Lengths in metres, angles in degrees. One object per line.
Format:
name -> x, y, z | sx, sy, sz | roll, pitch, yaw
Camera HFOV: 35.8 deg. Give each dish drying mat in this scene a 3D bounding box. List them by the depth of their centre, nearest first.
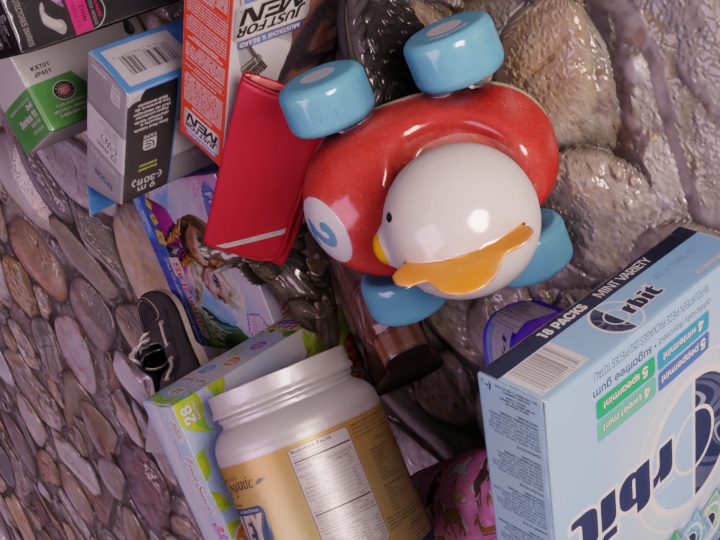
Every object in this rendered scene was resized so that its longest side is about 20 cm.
dish drying mat -> -0.075, -0.072, 0.882 | 0.077, 0.018, 0.200 | 18, 143, -5

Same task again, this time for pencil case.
pencil case -> 0.105, 0.194, 0.941 | 0.200, 0.083, 0.087 | -37, 73, 56

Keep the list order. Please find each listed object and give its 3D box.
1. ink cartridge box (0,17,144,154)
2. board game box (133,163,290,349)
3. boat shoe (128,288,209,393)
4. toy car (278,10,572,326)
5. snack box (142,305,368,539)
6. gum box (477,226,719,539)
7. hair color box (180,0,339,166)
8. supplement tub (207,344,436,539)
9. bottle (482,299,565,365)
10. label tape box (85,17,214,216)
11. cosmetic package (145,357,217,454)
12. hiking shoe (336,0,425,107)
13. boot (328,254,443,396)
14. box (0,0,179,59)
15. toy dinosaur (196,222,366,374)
ink cartridge box -> -0.304, -0.238, 1.097 | 0.083, 0.147, 0.200 | -20, 99, 56
board game box -> -0.149, -0.012, 1.164 | 0.199, 0.041, 0.200 | 0, 115, 54
boat shoe -> -0.215, 0.082, 1.197 | 0.200, 0.063, 0.073 | 49, 139, 49
toy car -> 0.043, -0.035, 0.697 | 0.177, 0.200, 0.184 | -18, 113, 11
snack box -> -0.079, 0.150, 1.051 | 0.068, 0.200, 0.169 | -2, 114, 54
gum box -> 0.144, 0.102, 0.607 | 0.045, 0.170, 0.200 | 23, 132, 43
hair color box -> -0.076, -0.187, 0.862 | 0.064, 0.111, 0.200 | 43, 145, 25
supplement tub -> -0.033, 0.176, 0.924 | 0.145, 0.145, 0.200 | -28, 83, 58
bottle -> 0.133, 0.068, 0.746 | 0.200, 0.065, 0.084 | -144, 38, -83
label tape box -> -0.171, -0.127, 1.006 | 0.066, 0.143, 0.200 | 44, 144, 23
cosmetic package -> -0.162, 0.154, 1.241 | 0.200, 0.081, 0.113 | -12, 74, 57
hiking shoe -> 0.009, -0.116, 0.835 | 0.101, 0.076, 0.200 | 8, 123, 47
boot -> 0.000, 0.000, 0.955 | 0.186, 0.064, 0.200 | 93, 152, -71
box -> -0.236, -0.263, 0.934 | 0.106, 0.200, 0.122 | 6, 120, 52
toy dinosaur -> -0.055, 0.013, 1.015 | 0.200, 0.077, 0.102 | 38, 168, 8
